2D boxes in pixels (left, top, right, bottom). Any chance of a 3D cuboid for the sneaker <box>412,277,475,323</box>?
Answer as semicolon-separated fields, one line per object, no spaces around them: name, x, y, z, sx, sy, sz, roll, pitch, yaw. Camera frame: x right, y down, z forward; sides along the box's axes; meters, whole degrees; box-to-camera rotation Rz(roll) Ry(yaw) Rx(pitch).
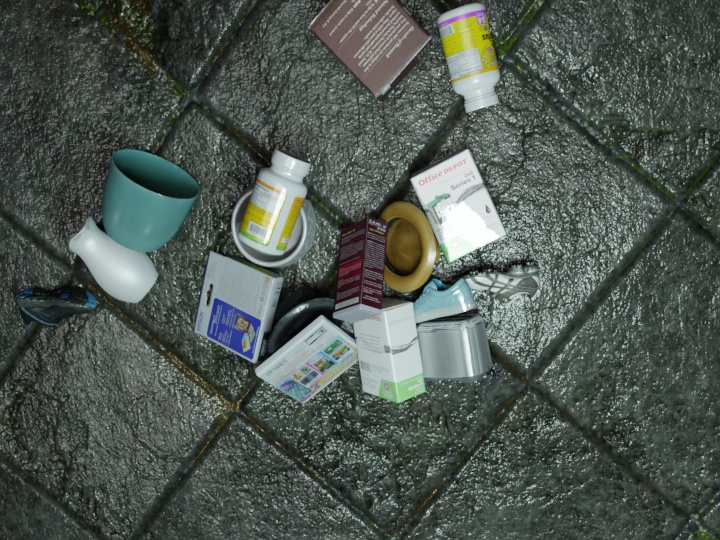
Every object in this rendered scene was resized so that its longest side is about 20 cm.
sneaker;0.156;0.061;1.717;0.196;0.074;0.084;-15;93;28

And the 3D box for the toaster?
toaster;0.203;0.169;1.703;0.196;0.113;0.133;-5;96;37

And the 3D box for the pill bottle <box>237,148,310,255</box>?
pill bottle;-0.177;-0.146;1.651;0.109;0.111;0.204;23;101;1

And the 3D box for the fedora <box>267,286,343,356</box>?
fedora;-0.133;0.108;1.740;0.199;0.200;0.092;-39;54;10

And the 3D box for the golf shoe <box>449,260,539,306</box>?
golf shoe;0.294;0.036;1.710;0.194;0.078;0.097;-6;100;8

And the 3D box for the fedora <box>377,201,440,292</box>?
fedora;0.109;-0.051;1.688;0.198;0.080;0.207;3;94;50

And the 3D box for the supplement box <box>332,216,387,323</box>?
supplement box;0.000;0.000;1.674;0.060;0.108;0.205;16;70;-32

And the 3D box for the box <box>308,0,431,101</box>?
box;0.024;-0.478;1.603;0.200;0.166;0.164;44;101;-3

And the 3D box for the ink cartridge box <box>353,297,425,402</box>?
ink cartridge box;0.058;0.168;1.715;0.082;0.144;0.206;-14;101;-30

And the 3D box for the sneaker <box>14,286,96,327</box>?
sneaker;-0.706;0.087;1.836;0.194;0.074;0.084;2;117;11

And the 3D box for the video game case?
video game case;-0.109;0.203;1.751;0.199;0.024;0.182;-39;137;10

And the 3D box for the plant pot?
plant pot;-0.471;-0.141;1.704;0.198;0.201;0.163;30;111;0

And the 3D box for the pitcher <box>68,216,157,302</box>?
pitcher;-0.566;-0.021;1.774;0.199;0.171;0.122;42;72;-20

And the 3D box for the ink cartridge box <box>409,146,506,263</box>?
ink cartridge box;0.208;-0.142;1.684;0.144;0.084;0.203;-26;97;9

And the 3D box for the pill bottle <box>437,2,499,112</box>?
pill bottle;0.229;-0.437;1.621;0.102;0.104;0.205;-14;99;8

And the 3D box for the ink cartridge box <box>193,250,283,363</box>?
ink cartridge box;-0.279;0.079;1.780;0.197;0.047;0.203;22;104;32

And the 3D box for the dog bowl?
dog bowl;-0.199;-0.102;1.747;0.194;0.059;0.206;1;99;5
